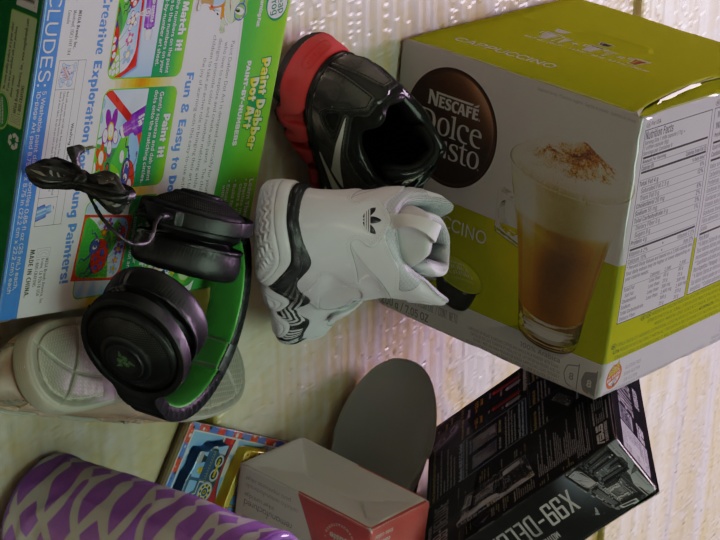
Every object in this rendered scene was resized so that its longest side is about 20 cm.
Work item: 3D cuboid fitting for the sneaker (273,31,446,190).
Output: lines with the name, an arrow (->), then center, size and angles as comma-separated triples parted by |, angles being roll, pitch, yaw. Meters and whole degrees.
sneaker -> 0.010, -0.059, 1.304 | 0.071, 0.097, 0.201 | -49, 143, -26

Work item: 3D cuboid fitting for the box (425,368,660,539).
box -> 0.119, 0.128, 1.390 | 0.157, 0.200, 0.050 | -37, 106, 15

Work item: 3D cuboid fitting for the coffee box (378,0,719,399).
coffee box -> 0.154, -0.060, 1.403 | 0.199, 0.199, 0.200 | -19, 123, -46

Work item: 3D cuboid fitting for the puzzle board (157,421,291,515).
puzzle board -> -0.105, 0.204, 1.370 | 0.150, 0.017, 0.202 | 19, 94, -55

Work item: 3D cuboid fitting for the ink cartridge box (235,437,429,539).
ink cartridge box -> -0.029, 0.230, 1.372 | 0.067, 0.116, 0.202 | -20, 124, -48

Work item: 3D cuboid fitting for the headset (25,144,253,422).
headset -> -0.119, 0.002, 1.132 | 0.200, 0.093, 0.124 | 70, 39, -60

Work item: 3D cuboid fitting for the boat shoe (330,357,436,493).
boat shoe -> 0.005, 0.160, 1.458 | 0.064, 0.070, 0.202 | 70, 36, -86

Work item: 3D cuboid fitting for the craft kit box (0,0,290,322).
craft kit box -> -0.130, -0.081, 1.154 | 0.197, 0.048, 0.202 | -7, 114, -49

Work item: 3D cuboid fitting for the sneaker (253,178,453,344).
sneaker -> 0.000, 0.000, 1.262 | 0.200, 0.114, 0.076 | 75, 18, -72

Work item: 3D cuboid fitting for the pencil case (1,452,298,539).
pencil case -> -0.119, 0.168, 1.177 | 0.086, 0.199, 0.084 | -55, 138, -24

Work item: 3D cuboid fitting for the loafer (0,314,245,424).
loafer -> -0.148, 0.058, 1.206 | 0.199, 0.062, 0.073 | 5, 72, -57
